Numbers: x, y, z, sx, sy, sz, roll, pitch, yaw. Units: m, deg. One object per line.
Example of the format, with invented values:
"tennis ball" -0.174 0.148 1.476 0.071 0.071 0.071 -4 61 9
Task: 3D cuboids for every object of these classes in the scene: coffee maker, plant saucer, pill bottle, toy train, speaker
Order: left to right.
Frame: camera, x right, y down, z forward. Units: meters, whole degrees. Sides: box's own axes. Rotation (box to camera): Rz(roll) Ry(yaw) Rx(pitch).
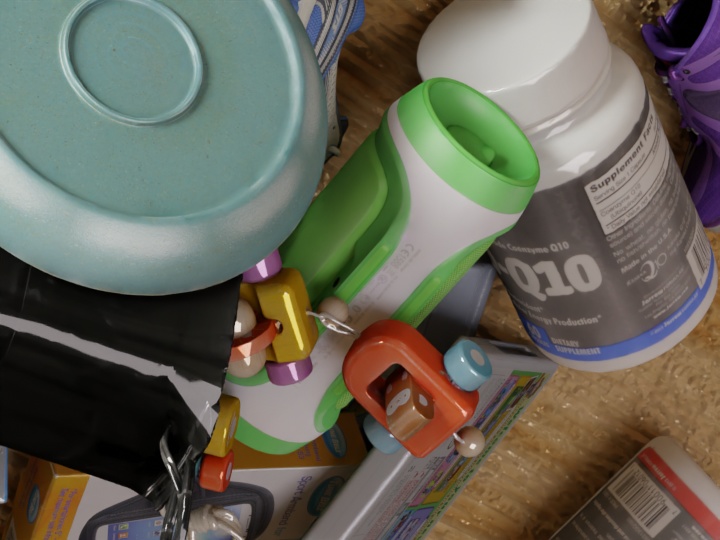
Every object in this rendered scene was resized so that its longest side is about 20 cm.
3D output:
"coffee maker" -0.160 0.018 1.028 0.199 0.193 0.135 16 121 -17
"plant saucer" -0.101 -0.086 1.031 0.199 0.201 0.027 -3 158 -27
"toy train" -0.043 0.075 1.147 0.200 0.056 0.150 -36 102 26
"speaker" 0.000 0.000 1.185 0.088 0.089 0.200 20 124 -36
"pill bottle" 0.108 -0.052 1.263 0.113 0.114 0.200 -34 128 -6
"pill bottle" 0.150 0.206 1.446 0.200 0.116 0.116 -44 130 3

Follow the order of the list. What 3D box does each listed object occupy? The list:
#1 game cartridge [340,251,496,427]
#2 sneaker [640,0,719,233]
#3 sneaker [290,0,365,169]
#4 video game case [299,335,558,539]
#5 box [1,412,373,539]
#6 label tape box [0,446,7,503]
"game cartridge" -0.028 0.043 1.300 0.199 0.041 0.134 3 121 -30
"sneaker" 0.189 -0.109 1.299 0.083 0.081 0.201 -3 130 -7
"sneaker" -0.047 -0.060 1.190 0.085 0.077 0.201 12 103 -44
"video game case" 0.023 0.121 1.314 0.200 0.022 0.182 -53 164 8
"box" -0.085 0.127 1.284 0.199 0.042 0.119 1 139 -22
"label tape box" -0.264 0.037 1.109 0.199 0.066 0.144 3 87 -32
